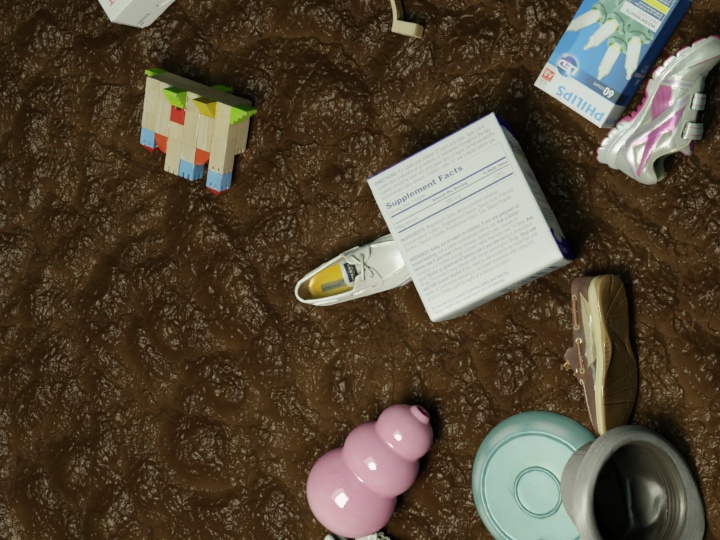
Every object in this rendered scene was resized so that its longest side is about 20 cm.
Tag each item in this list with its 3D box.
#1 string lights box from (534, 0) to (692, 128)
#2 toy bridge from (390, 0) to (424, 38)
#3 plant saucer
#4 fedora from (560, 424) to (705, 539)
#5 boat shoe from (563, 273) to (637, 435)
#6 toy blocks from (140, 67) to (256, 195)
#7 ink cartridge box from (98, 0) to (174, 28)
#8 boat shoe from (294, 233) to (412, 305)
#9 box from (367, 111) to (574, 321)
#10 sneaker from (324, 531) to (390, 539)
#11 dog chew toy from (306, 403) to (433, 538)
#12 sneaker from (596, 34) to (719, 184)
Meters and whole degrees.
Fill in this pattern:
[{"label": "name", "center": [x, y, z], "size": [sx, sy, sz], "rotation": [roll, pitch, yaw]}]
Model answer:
[{"label": "string lights box", "center": [0.306, -0.280, 1.468], "size": [0.103, 0.059, 0.200], "rotation": [36, 110, 20]}, {"label": "toy bridge", "center": [0.067, -0.408, 1.605], "size": [0.067, 0.027, 0.200], "rotation": [16, 101, 28]}, {"label": "plant saucer", "center": [0.230, 0.280, 1.574], "size": [0.200, 0.027, 0.201], "rotation": [3, 96, 28]}, {"label": "fedora", "center": [0.310, 0.277, 1.475], "size": [0.200, 0.177, 0.090], "rotation": [49, 158, -20]}, {"label": "boat shoe", "center": [0.287, 0.104, 1.512], "size": [0.072, 0.072, 0.201], "rotation": [1, 100, 49]}, {"label": "toy blocks", "center": [-0.238, -0.193, 1.761], "size": [0.200, 0.100, 0.137], "rotation": [22, 115, 25]}, {"label": "ink cartridge box", "center": [-0.338, -0.476, 1.787], "size": [0.145, 0.084, 0.200], "rotation": [-38, 76, 25]}, {"label": "boat shoe", "center": [0.000, 0.000, 1.649], "size": [0.200, 0.070, 0.071], "rotation": [-19, 86, 26]}, {"label": "box", "center": [0.138, -0.064, 1.537], "size": [0.184, 0.105, 0.200], "rotation": [-27, 82, 17]}, {"label": "sneaker", "center": [0.031, 0.391, 1.668], "size": [0.200, 0.075, 0.081], "rotation": [-7, 82, 28]}, {"label": "dog chew toy", "center": [0.020, 0.258, 1.636], "size": [0.125, 0.124, 0.200], "rotation": [45, 105, 18]}, {"label": "sneaker", "center": [0.368, -0.182, 1.437], "size": [0.088, 0.081, 0.200], "rotation": [44, 120, 17]}]
